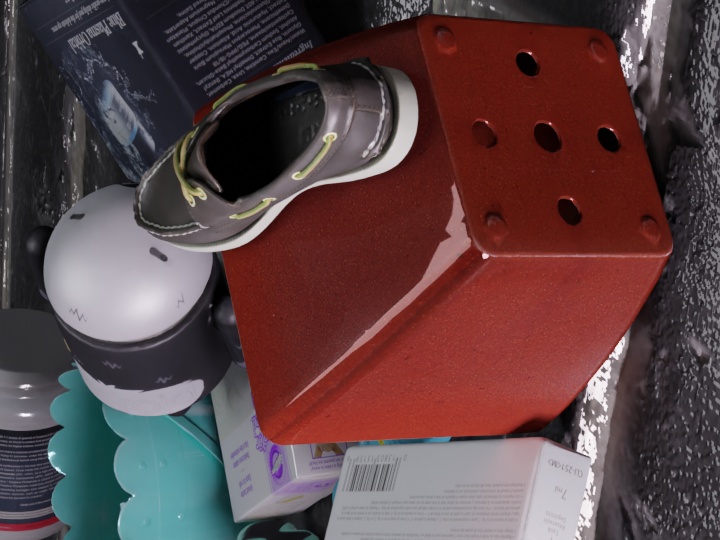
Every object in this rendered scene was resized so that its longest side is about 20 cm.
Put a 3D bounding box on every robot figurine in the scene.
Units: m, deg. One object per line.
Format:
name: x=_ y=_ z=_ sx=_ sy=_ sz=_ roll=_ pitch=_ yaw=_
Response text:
robot figurine: x=-0.153 y=0.023 z=1.533 sx=0.201 sy=0.149 sz=0.126 roll=78 pitch=176 yaw=-58

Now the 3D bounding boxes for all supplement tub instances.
supplement tub: x=-0.342 y=0.155 z=2.145 sx=0.140 sy=0.139 sz=0.202 roll=-129 pitch=40 yaw=-51

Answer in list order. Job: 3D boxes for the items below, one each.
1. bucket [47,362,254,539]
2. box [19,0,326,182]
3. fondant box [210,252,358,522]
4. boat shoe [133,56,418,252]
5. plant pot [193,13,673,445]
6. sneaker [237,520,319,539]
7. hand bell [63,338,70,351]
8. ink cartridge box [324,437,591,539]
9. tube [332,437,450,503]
bucket: x=-0.162 y=0.168 z=1.741 sx=0.207 sy=0.134 sz=0.209 roll=175 pitch=90 yaw=-67
box: x=-0.119 y=-0.146 z=1.515 sx=0.201 sy=0.117 sz=0.196 roll=57 pitch=159 yaw=-10
fondant box: x=-0.064 y=0.071 z=1.596 sx=0.144 sy=0.058 sz=0.202 roll=139 pitch=122 yaw=-61
boat shoe: x=-0.059 y=-0.061 z=1.115 sx=0.200 sy=0.060 sz=0.072 roll=-23 pitch=70 yaw=43
plant pot: x=0.052 y=-0.033 z=1.166 sx=0.176 sy=0.198 sz=0.202 roll=-37 pitch=61 yaw=49
sneaker: x=-0.048 y=0.289 z=1.578 sx=0.200 sy=0.077 sz=0.141 roll=-123 pitch=37 yaw=-48
hand bell: x=-0.212 y=0.108 z=1.933 sx=0.201 sy=0.103 sz=0.105 roll=97 pitch=156 yaw=-51
ink cartridge box: x=0.042 y=0.189 z=1.272 sx=0.199 sy=0.043 sz=0.175 roll=-9 pitch=63 yaw=55
tube: x=0.038 y=0.092 z=1.389 sx=0.078 sy=0.050 sz=0.201 roll=61 pitch=141 yaw=33
